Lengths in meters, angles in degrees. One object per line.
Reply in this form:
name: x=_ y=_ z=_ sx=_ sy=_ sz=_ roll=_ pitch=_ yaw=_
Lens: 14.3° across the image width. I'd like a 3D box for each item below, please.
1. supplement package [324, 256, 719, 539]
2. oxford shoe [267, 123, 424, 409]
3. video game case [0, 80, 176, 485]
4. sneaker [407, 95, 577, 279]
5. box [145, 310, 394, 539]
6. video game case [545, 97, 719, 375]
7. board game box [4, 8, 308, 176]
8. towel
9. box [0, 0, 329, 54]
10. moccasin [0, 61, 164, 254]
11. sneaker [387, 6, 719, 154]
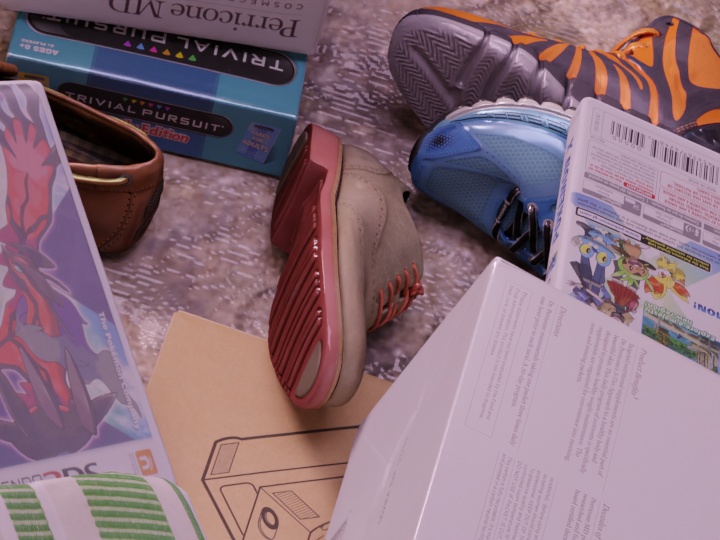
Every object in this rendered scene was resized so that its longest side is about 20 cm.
supplement package: x=0.092 y=0.143 z=1.206 sx=0.199 sy=0.147 sz=0.192 roll=28 pitch=47 yaw=-9
oxford shoe: x=0.000 y=0.000 z=1.370 sx=0.074 sy=0.071 sz=0.200 roll=20 pitch=35 yaw=-14
video game case: x=-0.169 y=0.016 z=1.220 sx=0.182 sy=0.023 sz=0.201 roll=-8 pitch=76 yaw=-56
sneaker: x=0.112 y=-0.015 z=1.426 sx=0.199 sy=0.079 sz=0.090 roll=26 pitch=51 yaw=8
box: x=-0.014 y=0.113 z=1.314 sx=0.199 sy=0.021 sz=0.164 roll=18 pitch=48 yaw=0
video game case: x=0.183 y=0.014 z=1.355 sx=0.199 sy=0.022 sz=0.183 roll=24 pitch=39 yaw=-8
board game box: x=-0.097 y=-0.151 z=1.506 sx=0.150 sy=0.047 sz=0.201 roll=12 pitch=47 yaw=-5
towel: x=-0.110 y=0.156 z=1.158 sx=0.200 sy=0.023 sz=0.153 roll=-4 pitch=68 yaw=-58
box: x=-0.103 y=-0.235 z=1.457 sx=0.198 sy=0.131 sz=0.201 roll=7 pitch=49 yaw=-8
moccasin: x=-0.190 y=-0.076 z=1.393 sx=0.201 sy=0.078 sz=0.074 roll=27 pitch=48 yaw=9
sneaker: x=0.114 y=-0.097 z=1.509 sx=0.199 sy=0.078 sz=0.112 roll=29 pitch=43 yaw=-4
